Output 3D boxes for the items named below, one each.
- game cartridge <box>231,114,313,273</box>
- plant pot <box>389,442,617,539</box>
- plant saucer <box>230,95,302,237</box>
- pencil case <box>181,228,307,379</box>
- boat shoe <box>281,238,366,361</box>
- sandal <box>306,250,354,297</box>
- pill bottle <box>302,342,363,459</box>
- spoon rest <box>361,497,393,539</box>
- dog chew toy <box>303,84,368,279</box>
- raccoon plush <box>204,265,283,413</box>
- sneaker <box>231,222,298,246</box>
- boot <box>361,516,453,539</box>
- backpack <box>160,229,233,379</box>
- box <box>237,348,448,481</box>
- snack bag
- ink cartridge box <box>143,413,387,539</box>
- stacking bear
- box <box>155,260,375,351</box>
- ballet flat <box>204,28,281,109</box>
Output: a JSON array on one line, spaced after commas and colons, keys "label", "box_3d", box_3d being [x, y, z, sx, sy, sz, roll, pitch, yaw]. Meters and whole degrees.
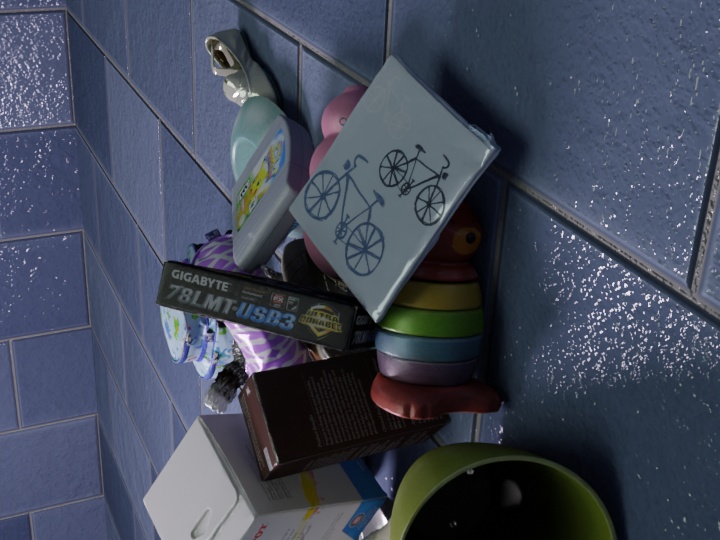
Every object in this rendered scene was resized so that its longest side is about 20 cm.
[{"label": "game cartridge", "box_3d": [-0.102, -0.098, 1.209, 0.133, 0.040, 0.200, -50, 25, 21]}, {"label": "plant pot", "box_3d": [0.102, 0.228, 0.930, 0.200, 0.186, 0.188, -147, 50, -79]}, {"label": "plant saucer", "box_3d": [-0.133, -0.135, 1.428, 0.201, 0.039, 0.202, 36, 138, 42]}, {"label": "pencil case", "box_3d": [-0.136, 0.051, 1.261, 0.201, 0.085, 0.084, 63, 180, -31]}, {"label": "boat shoe", "box_3d": [-0.056, 0.052, 1.330, 0.072, 0.075, 0.201, 112, 144, -54]}, {"label": "sandal", "box_3d": [0.000, 0.001, 1.210, 0.201, 0.057, 0.080, 38, 131, 37]}, {"label": "pill bottle", "box_3d": [-0.069, 0.194, 1.359, 0.113, 0.113, 0.201, 128, 128, -60]}, {"label": "spoon rest", "box_3d": [0.013, 0.267, 1.263, 0.099, 0.060, 0.201, -22, 77, 64]}, {"label": "dog chew toy", "box_3d": [0.000, -0.092, 1.095, 0.124, 0.124, 0.201, 171, 98, -67]}, {"label": "raccoon plush", "box_3d": [-0.136, 0.092, 1.421, 0.134, 0.096, 0.200, 92, -159, -54]}, {"label": "sneaker", "box_3d": [-0.112, -0.068, 1.342, 0.078, 0.090, 0.200, 40, 133, 2]}, {"label": "boot", "box_3d": [0.073, 0.357, 1.142, 0.200, 0.072, 0.155, 56, 138, 22]}, {"label": "backpack", "box_3d": [-0.242, 0.072, 1.677, 0.201, 0.146, 0.183, 102, 151, -46]}, {"label": "box", "box_3d": [-0.018, 0.148, 1.111, 0.075, 0.199, 0.101, -52, 51, 56]}, {"label": "snack bag", "box_3d": [0.025, -0.083, 0.974, 0.200, 0.021, 0.189, -56, 46, 18]}, {"label": "ink cartridge box", "box_3d": [-0.108, 0.258, 1.177, 0.145, 0.199, 0.148, 51, 119, 34]}, {"label": "stacking bear", "box_3d": [0.070, 0.026, 0.995, 0.114, 0.121, 0.201, 16, 104, 56]}, {"label": "box", "box_3d": [-0.075, 0.037, 1.062, 0.198, 0.199, 0.050, 6, -84, -75]}, {"label": "ballet flat", "box_3d": [-0.174, -0.276, 1.491, 0.070, 0.069, 0.200, 104, 148, -42]}]
